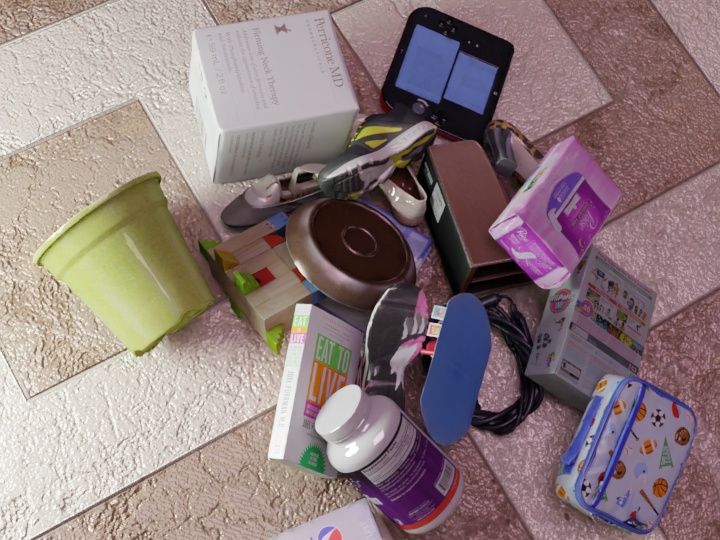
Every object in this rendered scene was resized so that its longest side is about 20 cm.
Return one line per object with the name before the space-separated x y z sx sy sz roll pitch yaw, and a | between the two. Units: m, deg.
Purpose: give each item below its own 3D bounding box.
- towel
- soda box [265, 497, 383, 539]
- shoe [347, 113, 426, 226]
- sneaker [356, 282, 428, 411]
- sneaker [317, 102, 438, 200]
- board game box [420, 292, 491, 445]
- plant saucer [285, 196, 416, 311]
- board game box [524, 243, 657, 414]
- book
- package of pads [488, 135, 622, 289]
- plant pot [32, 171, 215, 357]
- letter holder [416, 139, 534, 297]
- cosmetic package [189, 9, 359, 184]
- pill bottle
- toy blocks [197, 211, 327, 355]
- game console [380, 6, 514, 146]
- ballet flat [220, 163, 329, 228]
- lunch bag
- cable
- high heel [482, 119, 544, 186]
towel | 0.000 0.000 1.685 0.146 0.024 0.201 31 65 6
soda box | -0.074 0.360 1.506 0.199 0.068 0.064 -20 73 -17
shoe | 0.041 -0.158 1.730 0.070 0.053 0.201 -24 67 -20
sneaker | 0.029 0.109 1.580 0.080 0.086 0.201 15 98 -16
sneaker | 0.013 -0.169 1.673 0.199 0.075 0.085 -29 61 -26
board game box | 0.113 0.128 1.564 0.039 0.158 0.201 8 73 31
plant saucer | -0.006 -0.032 1.623 0.199 0.032 0.201 19 42 -17
board game box | 0.325 0.088 1.652 0.147 0.064 0.201 33 65 -27
book | -0.061 0.159 1.547 0.048 0.133 0.202 0 72 29
package of pads | 0.273 -0.080 1.627 0.121 0.076 0.200 46 52 -8
plant pot | -0.294 0.004 1.558 0.200 0.200 0.185 -36 89 -20
letter holder | 0.180 -0.079 1.692 0.141 0.101 0.201 -10 64 -15
cosmetic package | -0.128 -0.245 1.681 0.198 0.167 0.168 -12 71 -15
pill bottle | 0.035 0.238 1.509 0.200 0.112 0.113 46 65 -23
toy blocks | -0.112 0.004 1.619 0.136 0.100 0.200 -28 54 -21
game console | 0.133 -0.300 1.820 0.176 0.031 0.201 20 68 -1
ballet flat | -0.106 -0.116 1.686 0.199 0.064 0.068 -16 45 -16
lunch bag | 0.351 0.246 1.579 0.160 0.075 0.201 29 79 -23
cable | 0.169 0.132 1.646 0.162 0.051 0.201 -8 71 -12
high heel | 0.268 -0.148 1.774 0.199 0.071 0.143 34 27 -24
